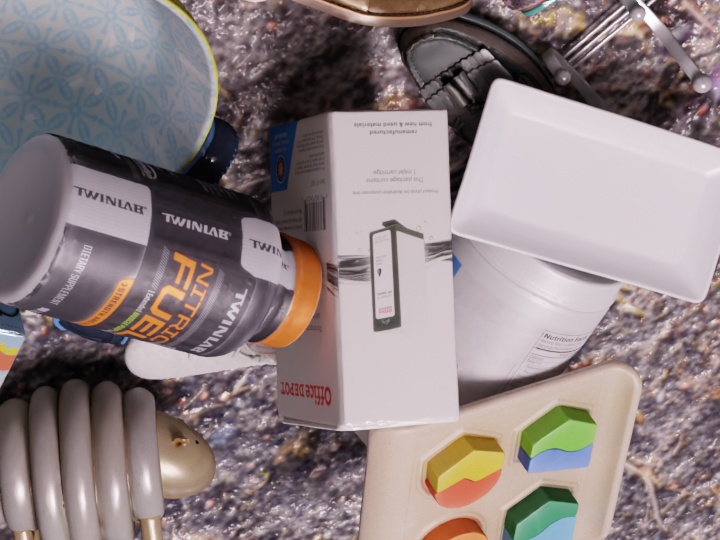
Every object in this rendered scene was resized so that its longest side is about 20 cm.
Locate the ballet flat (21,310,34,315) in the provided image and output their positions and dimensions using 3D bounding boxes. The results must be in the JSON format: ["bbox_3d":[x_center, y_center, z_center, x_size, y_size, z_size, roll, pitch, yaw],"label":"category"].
[{"bbox_3d":[-0.247,0.021,1.532,0.067,0.064,0.200,2,130,-52],"label":"ballet flat"}]

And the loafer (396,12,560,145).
[{"bbox_3d":[0.101,-0.104,1.546,0.072,0.063,0.200,-30,133,28],"label":"loafer"}]

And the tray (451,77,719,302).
[{"bbox_3d":[0.158,-0.053,1.537,0.200,0.022,0.108,16,94,-21],"label":"tray"}]

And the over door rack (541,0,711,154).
[{"bbox_3d":[0.241,-0.129,1.576,0.148,0.067,0.200,-39,129,16],"label":"over door rack"}]

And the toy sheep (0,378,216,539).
[{"bbox_3d":[-0.201,0.142,1.612,0.200,0.138,0.138,-5,129,-8],"label":"toy sheep"}]

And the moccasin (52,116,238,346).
[{"bbox_3d":[-0.133,-0.027,1.537,0.068,0.081,0.200,29,128,-19],"label":"moccasin"}]

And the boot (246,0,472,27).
[{"bbox_3d":[-0.015,-0.203,1.435,0.200,0.074,0.076,8,115,-21],"label":"boot"}]

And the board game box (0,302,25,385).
[{"bbox_3d":[-0.286,0.005,1.423,0.105,0.200,0.103,15,122,-27],"label":"board game box"}]

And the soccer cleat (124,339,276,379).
[{"bbox_3d":[-0.068,0.039,1.598,0.200,0.085,0.069,-18,131,-4],"label":"soccer cleat"}]

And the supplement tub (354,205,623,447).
[{"bbox_3d":[0.084,0.044,1.623,0.132,0.132,0.200,16,121,-28],"label":"supplement tub"}]

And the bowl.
[{"bbox_3d":[-0.196,-0.129,1.401,0.200,0.108,0.200,-11,134,-12],"label":"bowl"}]

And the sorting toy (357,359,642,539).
[{"bbox_3d":[0.098,0.156,1.613,0.200,0.037,0.185,-12,135,-19],"label":"sorting toy"}]

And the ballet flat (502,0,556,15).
[{"bbox_3d":[0.171,-0.237,1.474,0.200,0.069,0.071,-27,112,5],"label":"ballet flat"}]

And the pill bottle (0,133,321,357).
[{"bbox_3d":[-0.121,-0.008,1.395,0.200,0.106,0.106,16,121,-35],"label":"pill bottle"}]

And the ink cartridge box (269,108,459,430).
[{"bbox_3d":[0.000,0.000,1.491,0.084,0.146,0.200,-3,91,-18],"label":"ink cartridge box"}]
